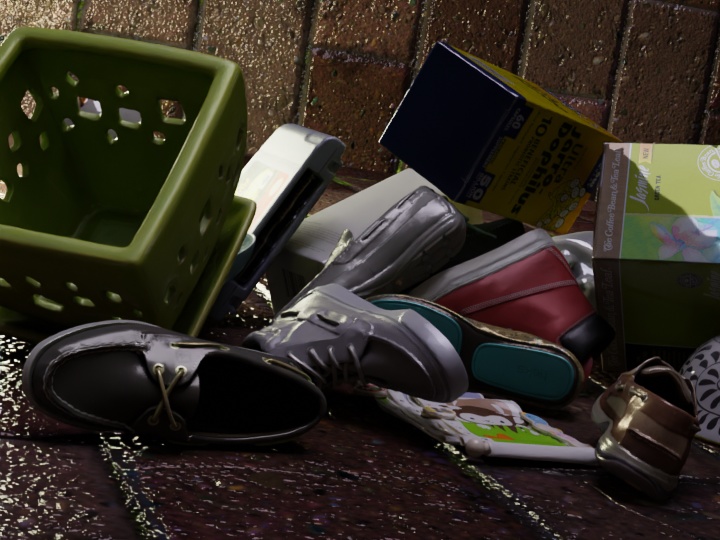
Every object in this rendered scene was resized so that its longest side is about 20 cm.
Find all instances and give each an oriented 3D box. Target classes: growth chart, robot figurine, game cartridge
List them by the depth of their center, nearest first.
[{"bbox_3d":[0.085,0.111,1.155,0.144,0.018,0.200,5,10,-35],"label":"growth chart"},{"bbox_3d":[-0.100,-0.050,1.446,0.041,0.201,0.133,38,-5,-21],"label":"game cartridge"},{"bbox_3d":[0.230,0.018,1.610,0.169,0.113,0.200,40,18,15],"label":"robot figurine"}]

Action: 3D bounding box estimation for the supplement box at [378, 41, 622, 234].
[{"bbox_3d":[0.132,-0.118,1.415,0.109,0.109,0.199,40,17,34],"label":"supplement box"}]

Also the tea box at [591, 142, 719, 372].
[{"bbox_3d":[0.316,-0.005,1.405,0.195,0.134,0.200,2,-32,13],"label":"tea box"}]

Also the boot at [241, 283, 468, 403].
[{"bbox_3d":[-0.010,0.071,1.129,0.095,0.074,0.200,-31,24,-23],"label":"boot"}]

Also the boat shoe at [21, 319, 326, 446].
[{"bbox_3d":[-0.115,0.075,0.983,0.201,0.073,0.060,8,2,-34],"label":"boat shoe"}]

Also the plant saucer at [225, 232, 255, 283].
[{"bbox_3d":[-0.185,0.006,1.332,0.198,0.028,0.200,-11,12,3],"label":"plant saucer"}]

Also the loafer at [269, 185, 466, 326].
[{"bbox_3d":[0.000,0.000,1.321,0.199,0.070,0.070,-35,59,-15],"label":"loafer"}]

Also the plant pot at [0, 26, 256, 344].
[{"bbox_3d":[-0.194,-0.043,1.163,0.198,0.200,0.182,11,-35,18],"label":"plant pot"}]

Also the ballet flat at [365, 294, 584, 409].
[{"bbox_3d":[0.091,0.070,1.282,0.199,0.071,0.071,15,9,14],"label":"ballet flat"}]

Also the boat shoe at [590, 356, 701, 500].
[{"bbox_3d":[0.214,0.103,1.108,0.075,0.072,0.200,28,12,0],"label":"boat shoe"}]

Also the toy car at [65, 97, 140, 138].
[{"bbox_3d":[-0.251,-0.108,1.535,0.183,0.202,0.177,3,6,18],"label":"toy car"}]

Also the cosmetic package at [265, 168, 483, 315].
[{"bbox_3d":[0.015,-0.021,1.480,0.199,0.085,0.107,-25,27,-31],"label":"cosmetic package"}]

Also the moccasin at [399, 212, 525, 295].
[{"bbox_3d":[0.068,-0.022,1.402,0.199,0.069,0.080,-21,-1,-33],"label":"moccasin"}]

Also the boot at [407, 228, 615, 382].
[{"bbox_3d":[0.121,0.063,1.346,0.199,0.145,0.073,-26,-21,-19],"label":"boot"}]

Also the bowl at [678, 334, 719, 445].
[{"bbox_3d":[0.358,0.095,1.303,0.199,0.095,0.201,9,9,-1],"label":"bowl"}]
